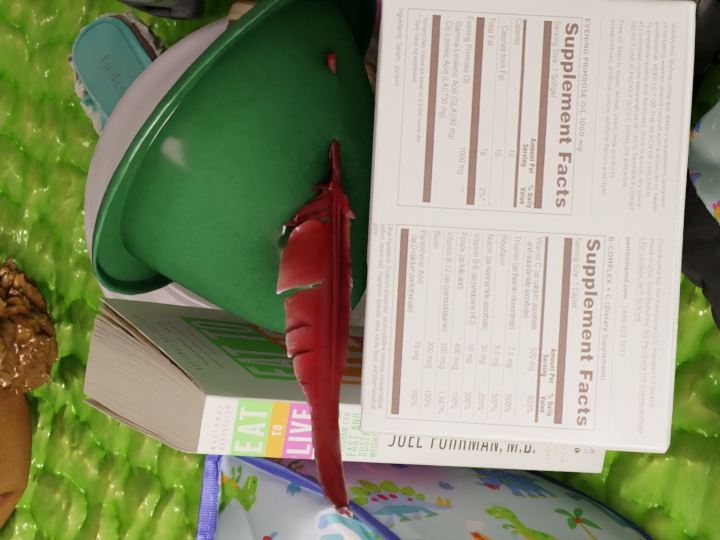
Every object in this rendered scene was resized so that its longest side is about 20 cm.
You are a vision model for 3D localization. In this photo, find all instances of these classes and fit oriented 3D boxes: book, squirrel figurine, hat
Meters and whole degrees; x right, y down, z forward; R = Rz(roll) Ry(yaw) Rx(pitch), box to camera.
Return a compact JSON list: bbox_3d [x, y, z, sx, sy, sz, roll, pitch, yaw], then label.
[{"bbox_3d":[-0.007,0.058,0.998,0.133,0.198,0.049,25,107,59],"label":"book"},{"bbox_3d":[-0.277,0.069,1.281,0.200,0.186,0.142,-45,60,33],"label":"squirrel figurine"},{"bbox_3d":[0.000,0.000,0.926,0.176,0.166,0.200,39,72,17],"label":"hat"}]

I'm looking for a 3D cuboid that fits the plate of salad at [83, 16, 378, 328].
[{"bbox_3d":[-0.043,-0.039,1.127,0.198,0.048,0.202,-5,69,14],"label":"plate of salad"}]

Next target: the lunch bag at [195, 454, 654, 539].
[{"bbox_3d":[0.045,0.151,0.988,0.199,0.169,0.129,14,98,41],"label":"lunch bag"}]

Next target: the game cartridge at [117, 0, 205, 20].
[{"bbox_3d":[-0.096,-0.198,1.134,0.040,0.200,0.135,10,93,0],"label":"game cartridge"}]

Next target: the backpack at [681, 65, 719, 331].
[{"bbox_3d":[0.215,-0.046,0.866,0.200,0.126,0.167,-52,53,25],"label":"backpack"}]

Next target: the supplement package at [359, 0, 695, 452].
[{"bbox_3d":[0.061,-0.023,0.855,0.110,0.200,0.157,3,93,2],"label":"supplement package"}]

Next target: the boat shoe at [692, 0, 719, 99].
[{"bbox_3d":[0.140,-0.117,0.969,0.056,0.069,0.202,10,117,9],"label":"boat shoe"}]

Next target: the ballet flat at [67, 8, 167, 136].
[{"bbox_3d":[-0.093,-0.053,1.200,0.072,0.071,0.201,-41,62,34],"label":"ballet flat"}]

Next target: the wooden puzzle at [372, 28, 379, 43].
[{"bbox_3d":[0.063,-0.180,1.077,0.200,0.037,0.186,46,119,39],"label":"wooden puzzle"}]

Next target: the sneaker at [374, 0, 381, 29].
[{"bbox_3d":[-0.041,-0.195,1.039,0.080,0.200,0.089,-23,52,24],"label":"sneaker"}]

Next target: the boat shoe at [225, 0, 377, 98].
[{"bbox_3d":[-0.003,-0.061,1.060,0.200,0.072,0.072,36,95,29],"label":"boat shoe"}]
